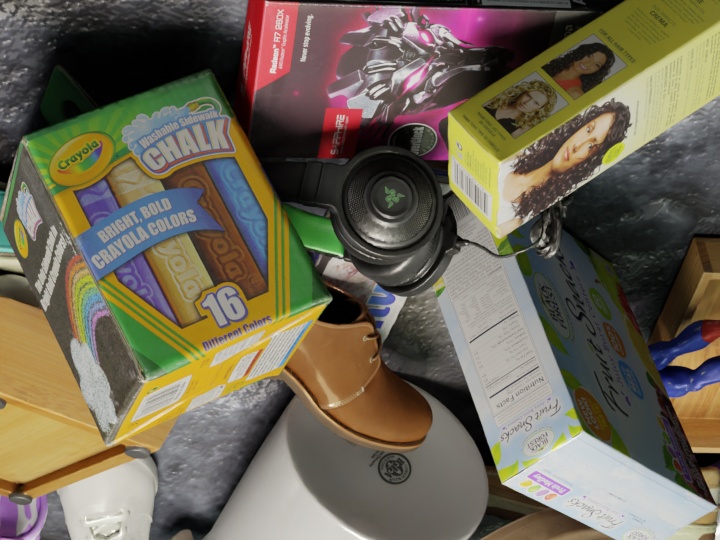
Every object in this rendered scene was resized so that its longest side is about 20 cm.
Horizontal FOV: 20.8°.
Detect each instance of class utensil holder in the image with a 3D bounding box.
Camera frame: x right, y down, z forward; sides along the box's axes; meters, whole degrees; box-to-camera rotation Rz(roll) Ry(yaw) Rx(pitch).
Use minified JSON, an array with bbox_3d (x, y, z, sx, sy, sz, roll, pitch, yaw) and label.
[{"bbox_3d":[-0.017,0.194,1.408,0.169,0.171,0.201,12,134,-22],"label":"utensil holder"}]

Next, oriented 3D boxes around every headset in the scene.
[{"bbox_3d":[0.025,-0.041,1.171,0.198,0.095,0.124,10,166,14],"label":"headset"}]

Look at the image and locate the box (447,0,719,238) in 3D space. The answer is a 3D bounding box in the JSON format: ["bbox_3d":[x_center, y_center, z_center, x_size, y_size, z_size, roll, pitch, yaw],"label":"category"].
[{"bbox_3d":[0.141,-0.103,1.110,0.199,0.050,0.075,-34,151,-16],"label":"box"}]

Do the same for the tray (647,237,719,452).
[{"bbox_3d":[0.257,0.056,1.397,0.098,0.037,0.201,2,139,-12],"label":"tray"}]

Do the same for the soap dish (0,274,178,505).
[{"bbox_3d":[-0.223,0.083,1.271,0.157,0.082,0.199,24,149,-34],"label":"soap dish"}]

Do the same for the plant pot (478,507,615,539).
[{"bbox_3d":[0.117,0.262,1.387,0.200,0.093,0.202,-26,149,-17],"label":"plant pot"}]

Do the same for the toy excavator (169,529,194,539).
[{"bbox_3d":[-0.054,0.267,1.545,0.100,0.200,0.194,-45,172,34],"label":"toy excavator"}]

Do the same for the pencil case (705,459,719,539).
[{"bbox_3d":[0.292,0.181,1.517,0.199,0.086,0.084,-26,100,19],"label":"pencil case"}]

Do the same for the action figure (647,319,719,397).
[{"bbox_3d":[0.184,0.086,1.342,0.199,0.099,0.065,-14,119,48],"label":"action figure"}]

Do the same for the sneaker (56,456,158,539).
[{"bbox_3d":[-0.185,0.204,1.451,0.075,0.089,0.201,-2,139,-5],"label":"sneaker"}]

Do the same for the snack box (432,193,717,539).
[{"bbox_3d":[0.127,0.060,1.233,0.068,0.201,0.168,-36,140,21],"label":"snack box"}]

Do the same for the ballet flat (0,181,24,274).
[{"bbox_3d":[-0.174,-0.017,1.227,0.198,0.070,0.070,13,135,-20],"label":"ballet flat"}]

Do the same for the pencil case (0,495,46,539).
[{"bbox_3d":[-0.287,0.220,1.442,0.083,0.086,0.201,6,137,-18],"label":"pencil case"}]

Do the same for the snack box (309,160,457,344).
[{"bbox_3d":[0.000,0.000,1.296,0.071,0.024,0.201,7,137,-19],"label":"snack box"}]

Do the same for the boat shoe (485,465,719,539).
[{"bbox_3d":[0.172,0.157,1.477,0.198,0.072,0.077,8,96,4],"label":"boat shoe"}]

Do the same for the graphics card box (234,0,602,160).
[{"bbox_3d":[0.031,-0.123,1.142,0.198,0.051,0.126,0,138,-11],"label":"graphics card box"}]

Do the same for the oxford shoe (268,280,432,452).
[{"bbox_3d":[-0.009,0.057,1.290,0.071,0.072,0.200,-35,131,21],"label":"oxford shoe"}]

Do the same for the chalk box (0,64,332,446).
[{"bbox_3d":[-0.125,-0.026,1.130,0.123,0.201,0.125,-21,166,-24],"label":"chalk box"}]
